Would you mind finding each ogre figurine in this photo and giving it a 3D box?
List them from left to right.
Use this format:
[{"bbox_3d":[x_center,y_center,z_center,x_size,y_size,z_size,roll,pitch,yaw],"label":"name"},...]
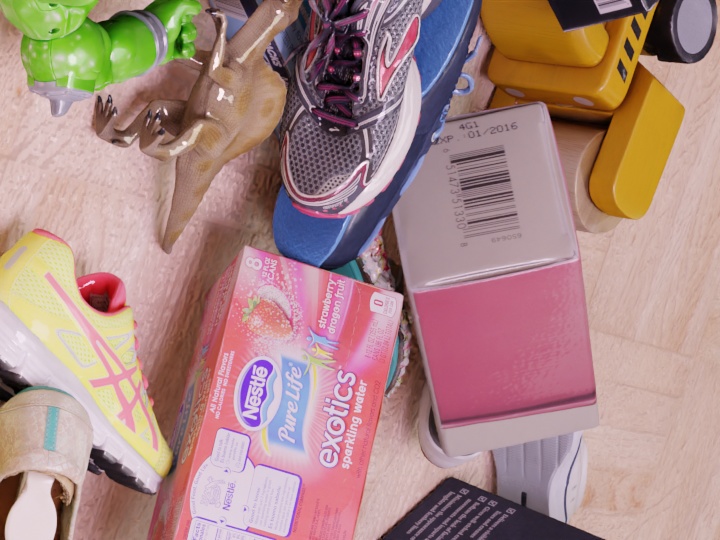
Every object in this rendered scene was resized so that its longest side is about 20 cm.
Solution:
[{"bbox_3d":[-0.137,-0.166,1.143,0.120,0.098,0.201,-56,161,-45],"label":"ogre figurine"}]

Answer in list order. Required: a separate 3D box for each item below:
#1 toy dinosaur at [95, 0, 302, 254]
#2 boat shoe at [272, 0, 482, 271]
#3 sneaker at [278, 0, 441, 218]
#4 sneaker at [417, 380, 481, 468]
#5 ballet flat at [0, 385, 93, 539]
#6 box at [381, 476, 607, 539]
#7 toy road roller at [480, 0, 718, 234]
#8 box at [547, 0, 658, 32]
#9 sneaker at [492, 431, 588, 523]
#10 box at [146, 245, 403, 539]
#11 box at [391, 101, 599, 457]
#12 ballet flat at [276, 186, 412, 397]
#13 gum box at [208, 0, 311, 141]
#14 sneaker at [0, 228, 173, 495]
[{"bbox_3d":[-0.086,-0.077,1.289,0.101,0.058,0.201,1,124,-42],"label":"toy dinosaur"},{"bbox_3d":[0.011,-0.095,1.377,0.200,0.084,0.069,-57,156,13],"label":"boat shoe"},{"bbox_3d":[-0.005,-0.127,1.304,0.075,0.080,0.201,-1,108,-69],"label":"sneaker"},{"bbox_3d":[0.082,0.045,1.682,0.085,0.073,0.201,118,-5,-72],"label":"sneaker"},{"bbox_3d":[-0.180,0.142,1.240,0.063,0.067,0.201,-95,-165,-45],"label":"ballet flat"},{"bbox_3d":[0.105,0.254,1.691,0.148,0.199,0.108,-37,137,-43],"label":"box"},{"bbox_3d":[0.134,-0.138,1.592,0.146,0.123,0.201,31,75,-48],"label":"toy road roller"},{"bbox_3d":[0.143,-0.271,1.479,0.141,0.079,0.201,-42,111,-36],"label":"box"},{"bbox_3d":[0.138,0.126,1.813,0.071,0.073,0.201,-53,156,-44],"label":"sneaker"},{"bbox_3d":[-0.054,0.102,1.353,0.095,0.102,0.201,134,-30,-64],"label":"box"},{"bbox_3d":[0.084,0.008,1.527,0.200,0.108,0.128,76,4,-55],"label":"box"},{"bbox_3d":[0.000,0.000,1.495,0.064,0.075,0.200,-59,152,-34],"label":"ballet flat"},{"bbox_3d":[-0.004,-0.191,1.398,0.200,0.044,0.170,-56,148,-21],"label":"gum box"},{"bbox_3d":[-0.143,0.050,1.280,0.091,0.078,0.200,-61,149,-20],"label":"sneaker"}]
